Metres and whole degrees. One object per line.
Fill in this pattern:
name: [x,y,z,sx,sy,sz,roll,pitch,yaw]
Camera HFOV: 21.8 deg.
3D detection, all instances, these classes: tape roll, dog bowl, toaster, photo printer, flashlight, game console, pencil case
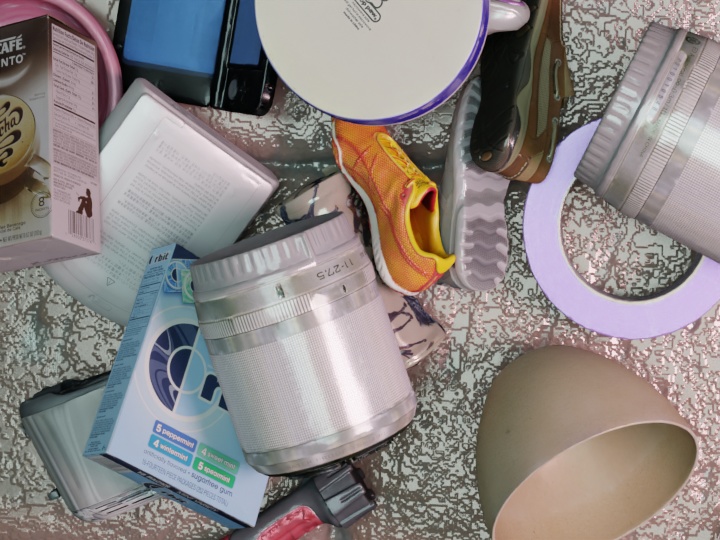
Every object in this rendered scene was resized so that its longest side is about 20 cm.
tape roll: [0.246,-0.041,1.685,0.198,0.066,0.203,0,93,8]
dog bowl: [0.010,-0.225,1.586,0.198,0.079,0.203,0,93,6]
toaster: [-0.208,0.145,1.724,0.198,0.114,0.130,-22,94,2]
photo printer: [-0.196,-0.049,1.712,0.166,0.070,0.201,34,99,-18]
flashlight: [-0.077,0.253,1.737,0.199,0.068,0.068,-32,115,6]
game console: [-0.142,-0.251,1.699,0.115,0.176,0.202,8,95,-22]
pencil case: [0.000,0.000,1.710,0.078,0.089,0.201,-32,88,35]

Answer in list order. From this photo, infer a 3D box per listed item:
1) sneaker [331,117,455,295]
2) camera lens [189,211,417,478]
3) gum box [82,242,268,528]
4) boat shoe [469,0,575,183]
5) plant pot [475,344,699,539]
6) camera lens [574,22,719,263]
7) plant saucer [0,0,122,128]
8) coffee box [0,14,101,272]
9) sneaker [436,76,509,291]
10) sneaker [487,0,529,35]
sneaker: [0.033,-0.078,1.676,0.077,0.073,0.202,-34,71,33]
camera lens: [-0.049,0.067,1.611,0.158,0.160,0.202,-18,96,7]
gum box: [-0.141,0.104,1.660,0.169,0.044,0.202,31,64,-33]
boat shoe: [0.152,-0.167,1.671,0.073,0.075,0.202,26,66,-27]
plant pot: [0.181,0.147,1.655,0.199,0.200,0.135,-32,53,7]
camera lens: [0.298,-0.097,1.555,0.199,0.160,0.161,28,95,4]
plant saucer: [-0.316,-0.166,1.751,0.198,0.051,0.203,1,93,8]
coffee box: [-0.297,-0.110,1.648,0.112,0.080,0.202,-11,74,25]
sneaker: [0.093,-0.079,1.696,0.074,0.082,0.202,17,75,-31]
sneaker: [0.065,-0.205,1.685,0.198,0.075,0.101,-3,99,32]
